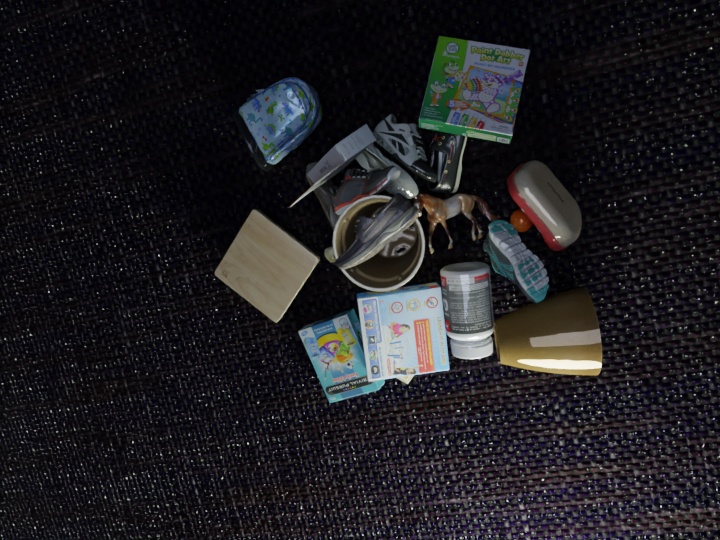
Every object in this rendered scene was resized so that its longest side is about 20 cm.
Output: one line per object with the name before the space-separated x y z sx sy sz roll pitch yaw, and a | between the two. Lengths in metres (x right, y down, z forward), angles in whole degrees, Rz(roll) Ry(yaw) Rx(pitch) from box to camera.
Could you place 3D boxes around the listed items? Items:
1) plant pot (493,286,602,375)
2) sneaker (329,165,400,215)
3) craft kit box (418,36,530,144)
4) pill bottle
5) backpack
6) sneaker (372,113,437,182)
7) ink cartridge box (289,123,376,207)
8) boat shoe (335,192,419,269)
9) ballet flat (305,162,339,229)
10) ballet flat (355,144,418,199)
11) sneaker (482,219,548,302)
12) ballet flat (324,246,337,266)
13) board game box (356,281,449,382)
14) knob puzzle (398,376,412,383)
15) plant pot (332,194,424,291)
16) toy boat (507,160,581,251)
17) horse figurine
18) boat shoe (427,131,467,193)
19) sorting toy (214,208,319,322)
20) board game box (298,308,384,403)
plant pot | 0.392 0.142 1.271 0.197 0.186 0.189 -8 100 7
sneaker | -0.002 -0.194 1.307 0.199 0.077 0.083 -26 95 38
craft kit box | 0.239 -0.381 1.242 0.197 0.049 0.200 12 76 10
pill bottle | 0.245 0.090 1.345 0.112 0.114 0.203 -4 101 14
backpack | -0.182 -0.349 1.347 0.198 0.154 0.165 -27 88 4
sneaker | 0.108 -0.275 1.298 0.200 0.074 0.089 45 101 24
ink cartridge box | -0.073 -0.222 1.269 0.173 0.200 0.044 -38 97 -23
boat shoe | 0.026 -0.080 1.197 0.199 0.074 0.074 -38 82 9
ballet flat | -0.071 -0.164 1.403 0.067 0.046 0.202 -34 100 -16
ballet flat | 0.045 -0.227 1.345 0.200 0.069 0.069 45 108 1
sneaker | 0.337 -0.011 1.298 0.077 0.092 0.202 -17 66 -22
ballet flat | 0.000 0.000 1.404 0.198 0.057 0.067 27 147 5
board game box | 0.098 0.141 1.371 0.193 0.056 0.203 -7 100 -2
knob puzzle | 0.087 0.156 1.439 0.216 0.030 0.223 3 102 13
plant pot | 0.056 -0.074 1.317 0.197 0.183 0.204 3 102 13
toy boat | 0.379 -0.127 1.279 0.201 0.130 0.131 50 138 -1
horse figurine | 0.210 -0.122 1.318 0.197 0.050 0.135 -16 94 -16
boat shoe | 0.188 -0.272 1.295 0.062 0.074 0.205 -2 107 -25
sorting toy | -0.223 -0.016 1.453 0.199 0.070 0.200 37 107 3
board game box | -0.048 0.213 1.461 0.149 0.047 0.202 -21 96 27
